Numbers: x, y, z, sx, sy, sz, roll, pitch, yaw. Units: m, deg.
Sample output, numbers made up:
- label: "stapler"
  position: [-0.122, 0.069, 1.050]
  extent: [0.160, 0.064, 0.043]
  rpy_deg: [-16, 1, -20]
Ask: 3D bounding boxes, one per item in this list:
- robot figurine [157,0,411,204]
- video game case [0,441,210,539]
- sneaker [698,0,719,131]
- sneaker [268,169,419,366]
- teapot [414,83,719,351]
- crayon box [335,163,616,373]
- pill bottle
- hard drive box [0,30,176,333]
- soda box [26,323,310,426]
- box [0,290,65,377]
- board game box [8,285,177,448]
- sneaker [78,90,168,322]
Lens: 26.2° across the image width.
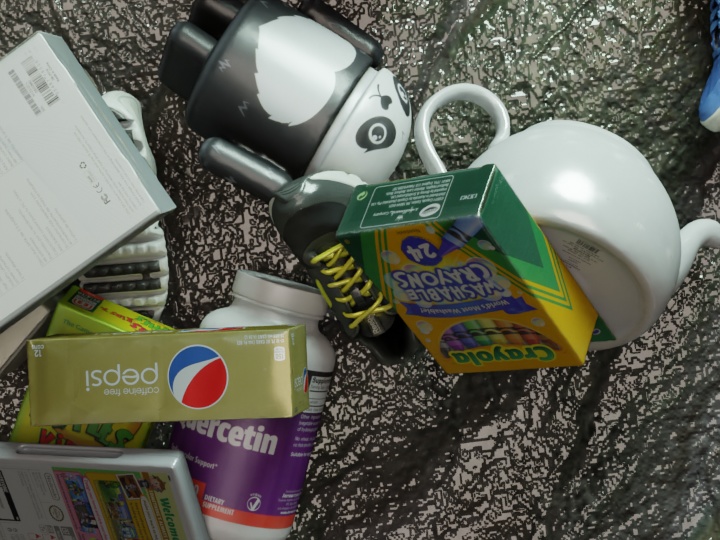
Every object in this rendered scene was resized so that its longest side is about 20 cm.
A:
- label: "robot figurine"
  position: [-0.056, -0.134, 1.192]
  extent: [0.199, 0.125, 0.151]
  rpy_deg: [32, 98, -1]
- label: "video game case"
  position: [-0.197, 0.215, 1.190]
  extent: [0.180, 0.022, 0.202]
  rpy_deg: [1, 124, 19]
- label: "sneaker"
  position: [0.283, -0.217, 1.209]
  extent: [0.110, 0.077, 0.202]
  rpy_deg: [26, 89, -7]
- label: "sneaker"
  position: [0.000, 0.000, 1.165]
  extent: [0.074, 0.200, 0.085]
  rpy_deg: [-28, 51, 13]
- label: "teapot"
  position: [0.157, -0.046, 1.187]
  extent: [0.195, 0.201, 0.147]
  rpy_deg: [1, 52, 29]
- label: "crayon box"
  position: [0.088, 0.014, 1.132]
  extent: [0.200, 0.125, 0.052]
  rpy_deg: [50, 49, -36]
- label: "pill bottle"
  position: [-0.086, 0.107, 1.211]
  extent: [0.111, 0.112, 0.203]
  rpy_deg: [14, 93, 0]
- label: "hard drive box"
  position: [-0.261, -0.051, 1.127]
  extent: [0.199, 0.077, 0.157]
  rpy_deg: [-34, 93, 4]
- label: "soda box"
  position: [-0.140, 0.076, 1.128]
  extent: [0.197, 0.068, 0.065]
  rpy_deg: [-3, 91, 9]
- label: "box"
  position: [-0.330, -0.010, 1.217]
  extent: [0.200, 0.095, 0.078]
  rpy_deg: [43, 93, 0]
- label: "board game box"
  position: [-0.219, 0.126, 1.222]
  extent: [0.101, 0.048, 0.202]
  rpy_deg: [23, 107, 0]
- label: "sneaker"
  position: [-0.186, -0.045, 1.227]
  extent: [0.074, 0.081, 0.203]
  rpy_deg: [0, 112, 3]
